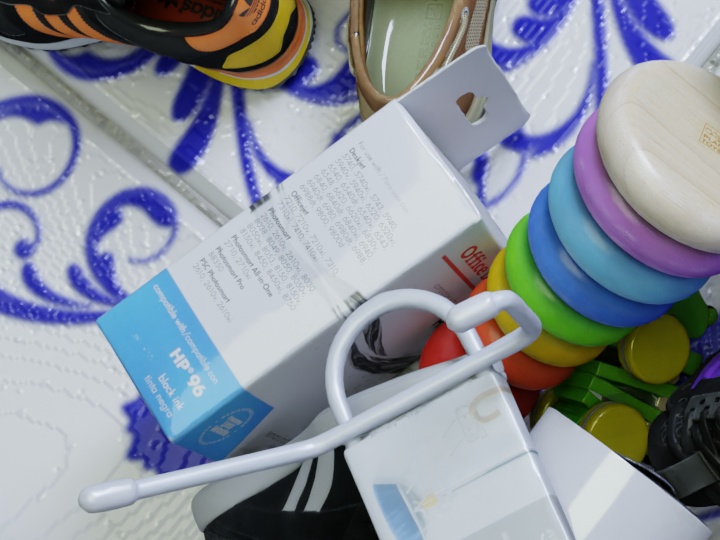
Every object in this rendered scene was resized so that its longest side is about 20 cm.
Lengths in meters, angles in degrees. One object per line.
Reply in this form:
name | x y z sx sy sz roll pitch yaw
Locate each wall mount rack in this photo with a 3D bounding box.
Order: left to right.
wall mount rack | 0.006 0.100 0.745 0.173 0.075 0.200 -29 66 10

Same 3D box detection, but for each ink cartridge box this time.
ink cartridge box | 0.000 0.000 0.910 0.200 0.116 0.068 -36 71 5

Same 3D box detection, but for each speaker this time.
speaker | 0.045 0.152 0.800 0.081 0.081 0.200 37 89 20

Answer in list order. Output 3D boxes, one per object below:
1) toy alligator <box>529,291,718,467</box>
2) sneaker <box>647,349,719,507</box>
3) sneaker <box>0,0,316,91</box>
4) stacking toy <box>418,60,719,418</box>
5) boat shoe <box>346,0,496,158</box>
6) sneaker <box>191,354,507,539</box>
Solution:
toy alligator | 0.127 0.029 0.905 0.054 0.059 0.201 27 84 -21
sneaker | 0.160 0.063 0.809 0.099 0.200 0.070 -28 89 7
sneaker | -0.123 -0.141 0.990 0.199 0.090 0.070 14 82 18
stacking toy | 0.088 0.006 0.857 0.086 0.085 0.200 58 139 19
boat shoe | 0.031 -0.152 0.958 0.075 0.074 0.201 -2 74 15
sneaker | 0.012 0.113 0.872 0.200 0.073 0.112 -35 73 50
